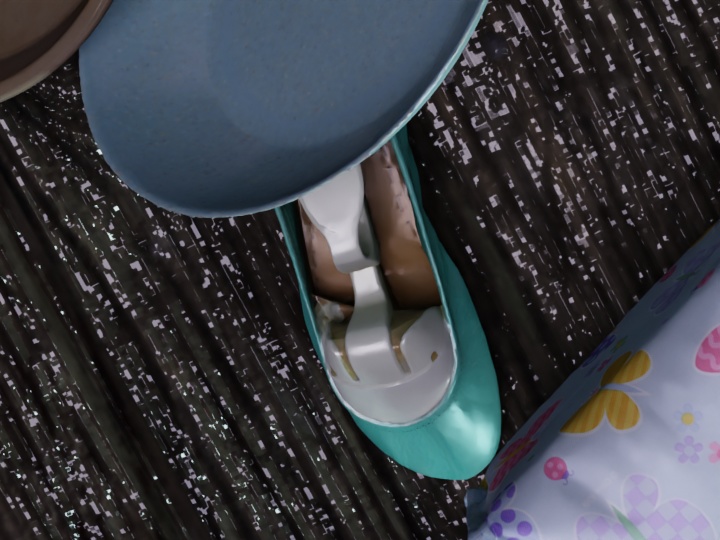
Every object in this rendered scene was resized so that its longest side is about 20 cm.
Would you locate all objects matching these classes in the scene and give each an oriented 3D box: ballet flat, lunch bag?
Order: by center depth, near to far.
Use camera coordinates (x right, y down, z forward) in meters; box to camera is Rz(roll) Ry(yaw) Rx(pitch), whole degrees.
[{"bbox_3d":[0.164,0.096,1.032,0.200,0.127,0.170,44,94,-5],"label":"lunch bag"},{"bbox_3d":[0.000,0.000,1.085,0.067,0.070,0.200,-13,106,17],"label":"ballet flat"}]

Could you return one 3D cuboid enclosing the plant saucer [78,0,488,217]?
[{"bbox_3d":[-0.016,-0.106,1.019,0.201,0.201,0.039,-36,140,22],"label":"plant saucer"}]

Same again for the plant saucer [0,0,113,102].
[{"bbox_3d":[-0.161,-0.159,1.066,0.200,0.029,0.201,4,100,24],"label":"plant saucer"}]
